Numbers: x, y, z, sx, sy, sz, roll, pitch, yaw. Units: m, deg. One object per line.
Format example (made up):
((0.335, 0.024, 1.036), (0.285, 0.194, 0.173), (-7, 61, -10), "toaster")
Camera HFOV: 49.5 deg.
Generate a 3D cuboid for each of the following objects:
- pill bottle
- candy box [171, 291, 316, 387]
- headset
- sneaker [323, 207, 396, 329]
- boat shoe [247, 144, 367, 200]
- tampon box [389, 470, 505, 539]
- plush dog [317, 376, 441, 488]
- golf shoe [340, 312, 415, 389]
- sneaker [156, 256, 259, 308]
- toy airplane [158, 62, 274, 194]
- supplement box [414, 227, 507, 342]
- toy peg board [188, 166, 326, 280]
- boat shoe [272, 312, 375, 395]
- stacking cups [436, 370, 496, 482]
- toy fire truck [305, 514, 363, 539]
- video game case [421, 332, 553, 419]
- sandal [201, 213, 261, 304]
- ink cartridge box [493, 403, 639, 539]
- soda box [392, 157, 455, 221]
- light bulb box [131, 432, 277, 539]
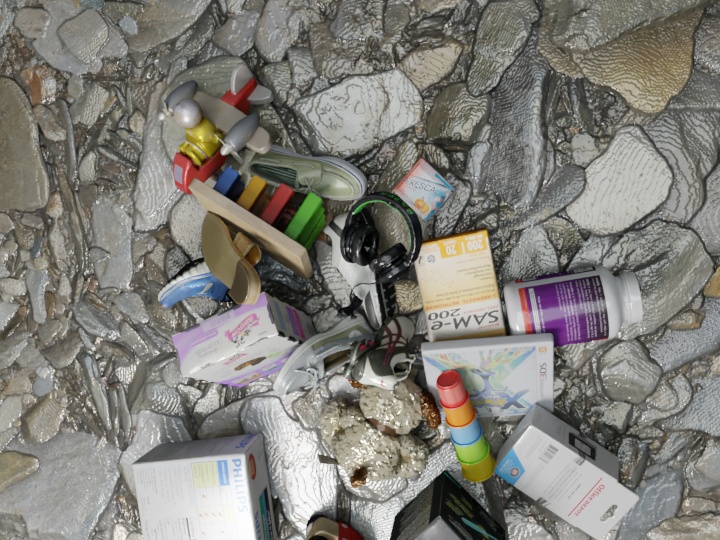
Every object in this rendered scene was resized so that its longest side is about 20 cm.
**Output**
((0.326, 0.057, 1.208), (0.197, 0.112, 0.114), (-10, 94, 10), "pill bottle")
((-0.174, 0.116, 1.240), (0.166, 0.200, 0.072), (-24, 71, 10), "candy box")
((0.016, -0.019, 1.179), (0.123, 0.094, 0.202), (33, 125, 19), "headset")
((0.000, 0.000, 1.282), (0.079, 0.074, 0.203), (-16, 89, 24), "sneaker")
((-0.088, -0.149, 1.266), (0.197, 0.062, 0.073), (15, 131, 13), "boat shoe")
((0.136, 0.440, 1.230), (0.150, 0.200, 0.126), (45, 100, 2), "tampon box")
((0.032, 0.241, 1.244), (0.198, 0.160, 0.174), (25, 102, 6), "plush dog")
((0.048, 0.132, 1.214), (0.087, 0.200, 0.078), (25, 117, 19), "golf shoe")
((-0.254, 0.025, 1.307), (0.198, 0.079, 0.090), (-24, 106, 24), "sneaker")
((-0.233, -0.242, 1.245), (0.198, 0.141, 0.202), (-20, 68, 27), "toy airplane")
((0.161, 0.043, 1.251), (0.124, 0.074, 0.203), (-11, 94, 10), "supplement box")
((-0.145, -0.092, 1.234), (0.198, 0.200, 0.099), (32, 81, 5), "toy peg board")
((-0.053, 0.140, 1.242), (0.065, 0.201, 0.075), (43, 139, 20), "boat shoe")
((0.160, 0.247, 1.233), (0.060, 0.061, 0.202), (-18, 122, 10), "stacking cups")
((-0.025, 0.540, 1.314), (0.198, 0.129, 0.178), (24, 98, -6), "toy fire truck")
((0.203, 0.171, 1.229), (0.197, 0.022, 0.184), (-5, 134, 9), "video game case")
((-0.181, -0.013, 1.200), (0.069, 0.212, 0.078), (6, 118, -35), "sandal")
((0.327, 0.320, 1.242), (0.199, 0.067, 0.117), (33, 118, 4), "ink cartridge box")
((0.100, -0.121, 1.180), (0.068, 0.200, 0.064), (43, 99, 1), "soda box")
((-0.258, 0.395, 1.323), (0.197, 0.125, 0.202), (-7, 94, 8), "light bulb box")
